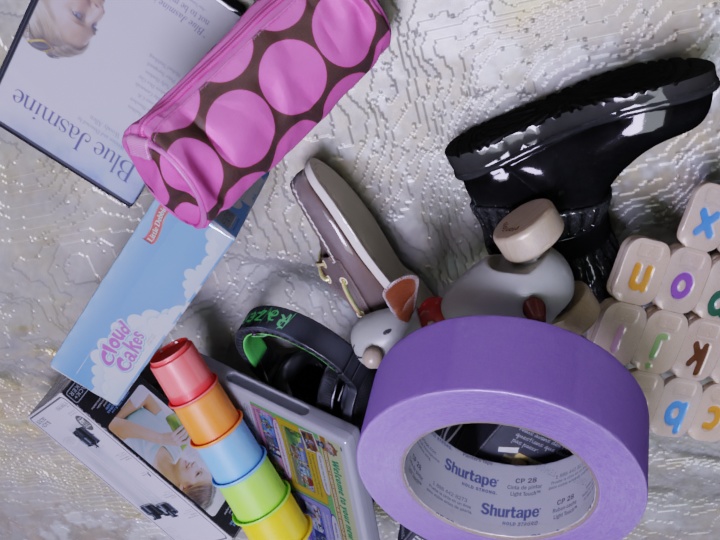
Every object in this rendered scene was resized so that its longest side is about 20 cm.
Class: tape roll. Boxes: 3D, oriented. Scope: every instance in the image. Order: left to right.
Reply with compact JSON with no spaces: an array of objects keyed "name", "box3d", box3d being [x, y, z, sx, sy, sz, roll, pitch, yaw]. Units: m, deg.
[{"name":"tape roll","box3d":[0.099,0.123,0.718,0.197,0.066,0.202,9,137,8]}]

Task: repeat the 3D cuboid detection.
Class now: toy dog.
[{"name":"toy dog","box3d":[0.079,0.039,0.742,0.131,0.097,0.200,39,121,-5]}]

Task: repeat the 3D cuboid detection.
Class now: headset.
[{"name":"headset","box3d":[-0.031,0.112,0.866,0.123,0.095,0.200,-3,139,47]}]

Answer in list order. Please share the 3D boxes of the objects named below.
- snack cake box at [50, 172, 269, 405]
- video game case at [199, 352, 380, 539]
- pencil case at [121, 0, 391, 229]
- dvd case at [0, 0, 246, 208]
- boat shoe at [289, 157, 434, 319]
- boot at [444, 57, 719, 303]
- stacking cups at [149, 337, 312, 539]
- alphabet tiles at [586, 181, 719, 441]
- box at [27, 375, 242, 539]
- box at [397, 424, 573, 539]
[{"name":"snack cake box","box3d":[-0.161,-0.001,0.827,0.067,0.115,0.200,33,120,-11]},{"name":"video game case","box3d":[-0.064,0.177,0.907,0.180,0.022,0.202,20,137,31]},{"name":"pencil case","box3d":[-0.073,-0.126,0.703,0.090,0.200,0.094,32,164,31]},{"name":"dvd case","box3d":[-0.195,-0.160,0.795,0.142,0.018,0.201,31,120,-11]},{"name":"boat shoe","box3d":[0.000,0.000,0.830,0.059,0.072,0.201,-28,118,20]},{"name":"boot","box3d":[0.179,-0.055,0.761,0.209,0.080,0.159,-17,111,29]},{"name":"stacking cups","box3d":[-0.107,0.147,0.862,0.060,0.061,0.202,-19,108,19]},{"name":"alphabet tiles","box3d":[0.265,0.035,0.785,0.197,0.015,0.198,10,105,-25]},{"name":"box","box3d":[-0.194,0.165,0.931,0.200,0.060,0.116,44,145,-11]},{"name":"box","box3d":[0.128,0.156,0.871,0.105,0.123,0.201,29,120,-8]}]
